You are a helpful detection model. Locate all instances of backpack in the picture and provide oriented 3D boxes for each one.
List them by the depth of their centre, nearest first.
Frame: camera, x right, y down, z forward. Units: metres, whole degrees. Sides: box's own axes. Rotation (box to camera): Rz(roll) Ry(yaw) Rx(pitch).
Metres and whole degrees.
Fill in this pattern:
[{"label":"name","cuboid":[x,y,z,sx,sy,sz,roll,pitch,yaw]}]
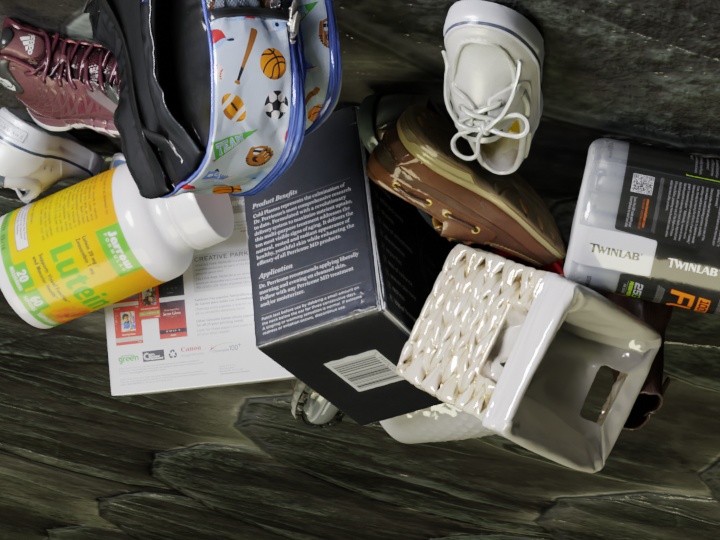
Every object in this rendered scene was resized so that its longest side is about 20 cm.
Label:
[{"label":"backpack","cuboid":[-0.103,-0.146,1.374,0.154,0.191,0.200,4,166,-23]}]

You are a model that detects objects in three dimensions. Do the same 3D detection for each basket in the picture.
[{"label":"basket","cuboid":[0.138,0.070,1.587,0.123,0.136,0.200,25,179,32]}]

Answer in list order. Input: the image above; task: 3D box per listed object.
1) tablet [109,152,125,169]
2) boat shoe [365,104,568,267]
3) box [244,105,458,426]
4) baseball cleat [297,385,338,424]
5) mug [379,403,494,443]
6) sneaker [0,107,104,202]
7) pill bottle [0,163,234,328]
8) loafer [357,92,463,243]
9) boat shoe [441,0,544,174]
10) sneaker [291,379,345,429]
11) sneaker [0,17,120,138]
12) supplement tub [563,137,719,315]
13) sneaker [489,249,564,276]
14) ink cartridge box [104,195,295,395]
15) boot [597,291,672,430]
[{"label":"tablet","cuboid":[-0.153,-0.029,1.850,0.200,0.014,0.130,18,121,3]},{"label":"boat shoe","cuboid":[0.087,-0.058,1.567,0.200,0.072,0.068,33,118,-32]},{"label":"box","cuboid":[0.000,0.000,1.662,0.124,0.197,0.200,-17,149,21]},{"label":"baseball cleat","cuboid":[0.019,0.073,1.916,0.106,0.200,0.070,18,-162,-22]},{"label":"mug","cuboid":[0.125,0.091,1.795,0.175,0.148,0.200,-9,145,30]},{"label":"sneaker","cuboid":[-0.294,-0.099,1.742,0.073,0.071,0.200,35,-175,14]},{"label":"pill bottle","cuboid":[-0.218,-0.032,1.725,0.200,0.111,0.111,-21,148,18]},{"label":"loafer","cuboid":[0.073,-0.083,1.617,0.063,0.072,0.200,-12,147,31]},{"label":"boat shoe","cuboid":[0.095,-0.124,1.455,0.074,0.086,0.202,9,161,11]},{"label":"sneaker","cuboid":[-0.023,0.067,1.993,0.074,0.079,0.200,15,121,-26]},{"label":"sneaker","cuboid":[-0.237,-0.164,1.591,0.200,0.076,0.115,-3,152,41]},{"label":"supplement tub","cuboid":[0.270,-0.029,1.547,0.199,0.123,0.123,12,161,6]},{"label":"sneaker","cuboid":[0.180,0.038,1.867,0.200,0.079,0.115,22,160,-27]},{"label":"ink cartridge box","cuboid":[-0.133,0.020,1.799,0.199,0.176,0.084,-6,176,16]},{"label":"boot","cuboid":[0.235,0.064,1.754,0.072,0.167,0.200,5,160,-4]}]
